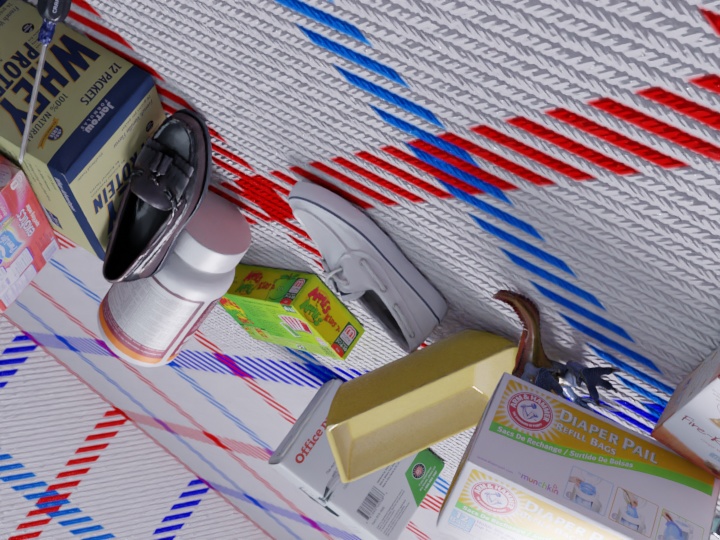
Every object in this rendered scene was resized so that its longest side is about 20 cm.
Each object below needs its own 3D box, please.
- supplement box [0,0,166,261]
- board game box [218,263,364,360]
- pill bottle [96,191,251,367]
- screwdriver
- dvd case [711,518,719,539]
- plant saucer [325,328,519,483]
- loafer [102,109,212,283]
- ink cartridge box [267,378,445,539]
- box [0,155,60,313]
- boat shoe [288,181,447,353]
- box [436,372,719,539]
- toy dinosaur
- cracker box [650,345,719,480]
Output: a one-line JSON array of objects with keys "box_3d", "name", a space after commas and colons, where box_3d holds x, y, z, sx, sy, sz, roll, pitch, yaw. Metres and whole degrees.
[{"box_3d": [-0.311, -0.142, 1.146, 0.199, 0.135, 0.200, 31, 160, 16], "name": "supplement box"}, {"box_3d": [-0.094, 0.046, 1.332, 0.199, 0.048, 0.102, 7, 144, 53], "name": "board game box"}, {"box_3d": [-0.207, 0.010, 1.237, 0.109, 0.110, 0.200, 38, 125, -5], "name": "pill bottle"}, {"box_3d": [-0.285, -0.185, 0.981, 0.028, 0.201, 0.029, 34, -157, 29], "name": "screwdriver"}, {"box_3d": [0.407, 0.328, 1.173, 0.199, 0.022, 0.146, 38, 160, -7], "name": "dvd case"}, {"box_3d": [0.056, 0.131, 1.120, 0.200, 0.199, 0.049, 81, 165, -63], "name": "plant saucer"}, {"box_3d": [-0.205, -0.065, 1.103, 0.072, 0.063, 0.201, 35, 123, 13], "name": "loafer"}, {"box_3d": [-0.008, 0.267, 1.534, 0.200, 0.147, 0.083, 40, 161, -7], "name": "ink cartridge box"}, {"box_3d": [-0.393, -0.049, 1.141, 0.094, 0.103, 0.200, 33, 161, 9], "name": "box"}, {"box_3d": [0.000, 0.000, 1.052, 0.200, 0.066, 0.073, 42, 159, -15], "name": "boat shoe"}, {"box_3d": [0.178, 0.190, 0.918, 0.199, 0.102, 0.113, 24, 137, 8], "name": "box"}, {"box_3d": [0.177, 0.108, 1.044, 0.181, 0.104, 0.202, 145, 106, -78], "name": "toy dinosaur"}, {"box_3d": [0.307, 0.112, 0.808, 0.133, 0.058, 0.200, 32, 159, 11], "name": "cracker box"}]
